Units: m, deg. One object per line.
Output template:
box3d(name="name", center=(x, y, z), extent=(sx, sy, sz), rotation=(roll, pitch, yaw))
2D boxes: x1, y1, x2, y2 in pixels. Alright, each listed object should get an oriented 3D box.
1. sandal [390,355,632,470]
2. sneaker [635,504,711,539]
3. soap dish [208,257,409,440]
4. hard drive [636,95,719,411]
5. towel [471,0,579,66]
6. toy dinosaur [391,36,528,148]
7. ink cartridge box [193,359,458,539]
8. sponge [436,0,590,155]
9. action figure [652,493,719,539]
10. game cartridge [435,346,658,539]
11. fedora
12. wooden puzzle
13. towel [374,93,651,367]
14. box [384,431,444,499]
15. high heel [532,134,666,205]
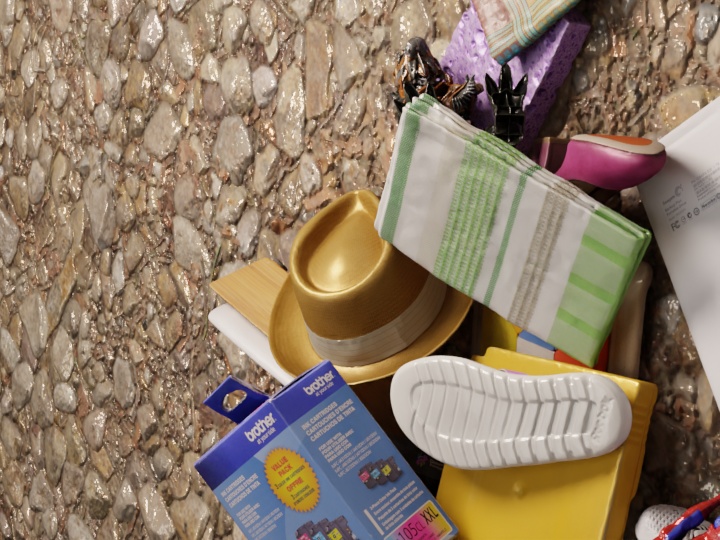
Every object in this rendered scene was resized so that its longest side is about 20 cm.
box3d(name="sandal", center=(0.112, 0.107, 1.258), extent=(0.202, 0.050, 0.083), rotation=(5, 96, 36))
box3d(name="sneaker", center=(0.239, 0.267, 1.192), extent=(0.200, 0.075, 0.115), rotation=(54, 130, 31))
box3d(name="soap dish", center=(-0.027, 0.080, 1.474), extent=(0.081, 0.157, 0.200), rotation=(-49, 44, -4))
box3d(name="hard drive", center=(0.265, -0.014, 1.175), extent=(0.132, 0.025, 0.201), rotation=(-38, 63, 48))
box3d(name="towel", center=(0.147, -0.268, 1.282), extent=(0.200, 0.022, 0.147), rotation=(-39, 58, 38))
box3d(name="toy dinosaur", center=(0.077, -0.095, 1.335), extent=(0.200, 0.102, 0.136), rotation=(52, 160, 12))
box3d(name="ink cartridge box", center=(-0.039, 0.163, 1.321), extent=(0.200, 0.076, 0.136), rotation=(54, 137, 6))
box3d(name="sponge", center=(0.105, -0.145, 1.373), extent=(0.112, 0.030, 0.201), rotation=(53, 132, 36))
box3d(name="action figure", center=(0.255, 0.169, 1.125), extent=(0.200, 0.052, 0.066), rotation=(-39, 62, 11))
box3d(name="game cartridge", center=(0.129, 0.166, 1.276), extent=(0.176, 0.032, 0.201), rotation=(12, 86, 50))
box3d(name="fedora", center=(0.000, 0.000, 1.368), extent=(0.200, 0.200, 0.082), rotation=(32, 156, 47))
box3d(name="wooden puzzle", center=(0.143, 0.072, 1.336), extent=(0.185, 0.037, 0.201), rotation=(23, 111, 50))
box3d(name="towel", center=(0.107, -0.029, 1.242), extent=(0.199, 0.031, 0.150), rotation=(32, 141, 16))
box3d(name="box", center=(0.020, 0.218, 1.429), extent=(0.036, 0.142, 0.200), rotation=(-88, 23, -49))
box3d(name="high heel", center=(0.168, -0.048, 1.231), extent=(0.200, 0.067, 0.097), rotation=(-165, 78, -79))
